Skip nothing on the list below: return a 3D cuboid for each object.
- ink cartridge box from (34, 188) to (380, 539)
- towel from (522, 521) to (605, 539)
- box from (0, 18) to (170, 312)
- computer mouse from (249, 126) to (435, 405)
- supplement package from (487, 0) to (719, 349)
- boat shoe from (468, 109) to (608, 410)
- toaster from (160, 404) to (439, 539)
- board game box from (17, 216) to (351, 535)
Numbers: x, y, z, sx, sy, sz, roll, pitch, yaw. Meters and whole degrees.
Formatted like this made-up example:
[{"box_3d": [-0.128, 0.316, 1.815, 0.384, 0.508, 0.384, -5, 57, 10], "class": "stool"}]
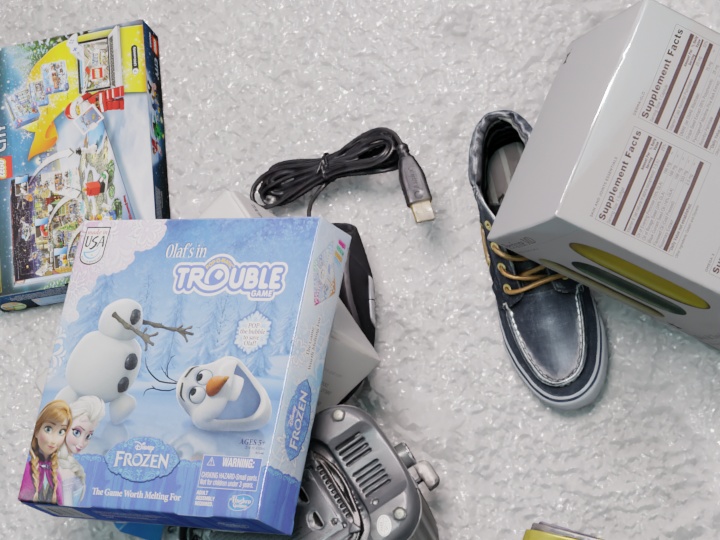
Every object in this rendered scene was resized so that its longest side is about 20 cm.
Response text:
[{"box_3d": [-0.105, 0.068, 1.467, 0.200, 0.084, 0.146, -43, 54, 12], "class": "ink cartridge box"}, {"box_3d": [0.147, 0.270, 1.399, 0.143, 0.023, 0.200, 15, 78, 19], "class": "towel"}, {"box_3d": [-0.213, -0.078, 1.600, 0.136, 0.038, 0.200, -9, 71, 13], "class": "box"}, {"box_3d": [0.000, 0.000, 1.504, 0.140, 0.046, 0.200, -23, 61, 25], "class": "computer mouse"}, {"box_3d": [0.215, -0.051, 1.367, 0.200, 0.152, 0.151, 25, 80, -10], "class": "supplement package"}, {"box_3d": [0.113, -0.007, 1.456, 0.071, 0.091, 0.201, -17, 70, 10], "class": "boat shoe"}, {"box_3d": [-0.039, 0.182, 1.421, 0.200, 0.129, 0.114, -35, 67, 3], "class": "toaster"}, {"box_3d": [-0.115, 0.064, 1.393, 0.200, 0.043, 0.199, -1, 69, 34], "class": "board game box"}]
